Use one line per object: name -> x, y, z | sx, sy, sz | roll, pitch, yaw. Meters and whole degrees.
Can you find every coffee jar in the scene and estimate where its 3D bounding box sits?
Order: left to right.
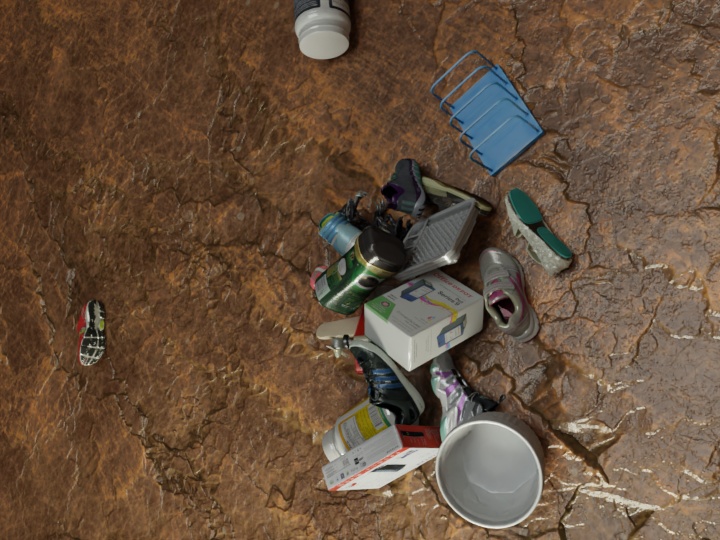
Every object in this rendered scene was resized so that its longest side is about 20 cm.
coffee jar -> 0.000, 0.000, 1.649 | 0.200, 0.103, 0.086 | -43, 41, 35

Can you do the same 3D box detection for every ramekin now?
ramekin -> 0.246, 0.356, 1.502 | 0.197, 0.105, 0.204 | 4, 100, 22

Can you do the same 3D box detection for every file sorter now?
file sorter -> 0.252, -0.326, 1.674 | 0.138, 0.122, 0.202 | -39, 58, 23

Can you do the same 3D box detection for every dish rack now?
dish rack -> 0.151, -0.053, 1.644 | 0.199, 0.044, 0.173 | -23, 29, 49

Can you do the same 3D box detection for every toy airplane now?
toy airplane -> 0.027, 0.130, 1.754 | 0.198, 0.142, 0.199 | -36, 41, -18

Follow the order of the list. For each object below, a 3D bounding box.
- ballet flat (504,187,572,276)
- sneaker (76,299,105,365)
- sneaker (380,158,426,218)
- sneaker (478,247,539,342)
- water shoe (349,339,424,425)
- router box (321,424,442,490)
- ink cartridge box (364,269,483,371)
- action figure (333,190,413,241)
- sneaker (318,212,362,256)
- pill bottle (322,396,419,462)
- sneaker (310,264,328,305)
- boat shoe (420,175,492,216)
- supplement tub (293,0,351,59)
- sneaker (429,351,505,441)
ballet flat -> 0.333, -0.070, 1.592 | 0.072, 0.071, 0.201 | -44, 57, 21
sneaker -> -0.801, 0.189, 2.414 | 0.084, 0.077, 0.203 | -22, 57, 37
sneaker -> 0.082, -0.189, 1.753 | 0.201, 0.086, 0.075 | -104, 28, -55
sneaker -> 0.279, 0.039, 1.591 | 0.081, 0.088, 0.202 | -35, 61, 26
water shoe -> 0.042, 0.222, 1.599 | 0.200, 0.079, 0.071 | 46, 153, -2
router box -> 0.052, 0.374, 1.634 | 0.199, 0.178, 0.049 | -36, 60, 26
ink cartridge box -> 0.126, 0.092, 1.617 | 0.145, 0.198, 0.089 | 35, 136, 42
action figure -> 0.020, -0.123, 1.818 | 0.198, 0.118, 0.104 | 20, 102, 29
sneaker -> -0.027, -0.060, 1.780 | 0.130, 0.200, 0.080 | 41, 77, 19
pill bottle -> 0.017, 0.332, 1.713 | 0.199, 0.112, 0.114 | -37, 60, 25
sneaker -> -0.078, 0.038, 1.828 | 0.087, 0.074, 0.200 | -55, 16, -18
boat shoe -> 0.193, -0.142, 1.716 | 0.199, 0.073, 0.066 | 31, 104, 48
supplement tub -> -0.095, -0.639, 2.001 | 0.139, 0.140, 0.203 | -16, 70, 34
sneaker -> 0.218, 0.245, 1.607 | 0.138, 0.077, 0.203 | -17, 79, 32
